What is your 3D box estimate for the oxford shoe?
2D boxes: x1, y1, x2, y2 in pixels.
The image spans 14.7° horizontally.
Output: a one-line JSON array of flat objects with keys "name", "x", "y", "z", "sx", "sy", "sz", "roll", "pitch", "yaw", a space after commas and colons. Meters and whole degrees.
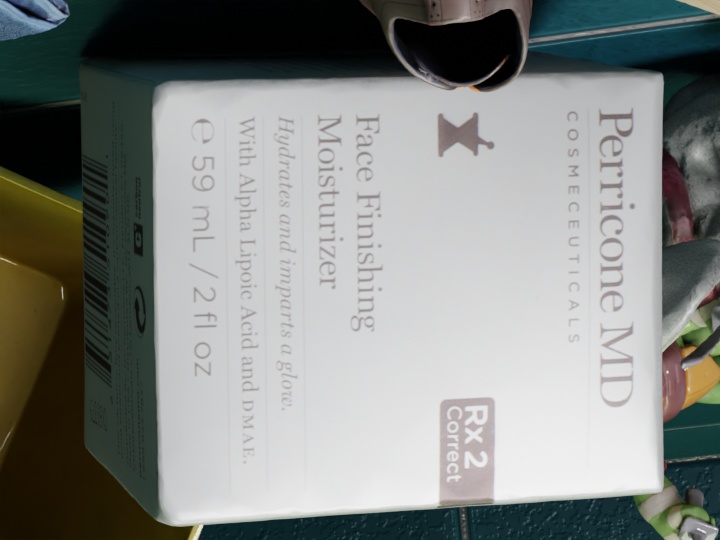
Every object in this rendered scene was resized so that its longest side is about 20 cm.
[{"name": "oxford shoe", "x": 0.027, "y": -0.091, "z": 0.955, "sx": 0.071, "sy": 0.073, "sz": 0.200, "roll": -7, "pitch": 171, "yaw": 6}]

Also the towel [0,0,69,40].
[{"name": "towel", "x": -0.179, "y": -0.105, "z": 0.845, "sx": 0.111, "sy": 0.049, "sz": 0.200, "roll": -8, "pitch": 170, "yaw": 22}]

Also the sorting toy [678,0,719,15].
[{"name": "sorting toy", "x": 0.161, "y": -0.134, "z": 0.784, "sx": 0.198, "sy": 0.070, "sz": 0.200, "roll": -12, "pitch": 168, "yaw": 34}]

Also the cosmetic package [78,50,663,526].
[{"name": "cosmetic package", "x": 0.000, "y": 0.000, "z": 1.095, "sx": 0.199, "sy": 0.166, "sz": 0.165, "roll": -3, "pitch": -173, "yaw": -15}]

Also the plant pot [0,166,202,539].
[{"name": "plant pot", "x": -0.184, "y": 0.057, "z": 1.285, "sx": 0.199, "sy": 0.201, "sz": 0.176, "roll": 23, "pitch": 177, "yaw": -26}]

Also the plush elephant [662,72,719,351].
[{"name": "plush elephant", "x": 0.143, "y": -0.016, "z": 1.218, "sx": 0.154, "sy": 0.165, "sz": 0.200, "roll": -21, "pitch": 139, "yaw": 9}]

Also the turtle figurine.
[{"name": "turtle figurine", "x": 0.188, "y": 0.068, "z": 1.402, "sx": 0.193, "sy": 0.145, "sz": 0.200, "roll": -24, "pitch": -166, "yaw": -27}]
